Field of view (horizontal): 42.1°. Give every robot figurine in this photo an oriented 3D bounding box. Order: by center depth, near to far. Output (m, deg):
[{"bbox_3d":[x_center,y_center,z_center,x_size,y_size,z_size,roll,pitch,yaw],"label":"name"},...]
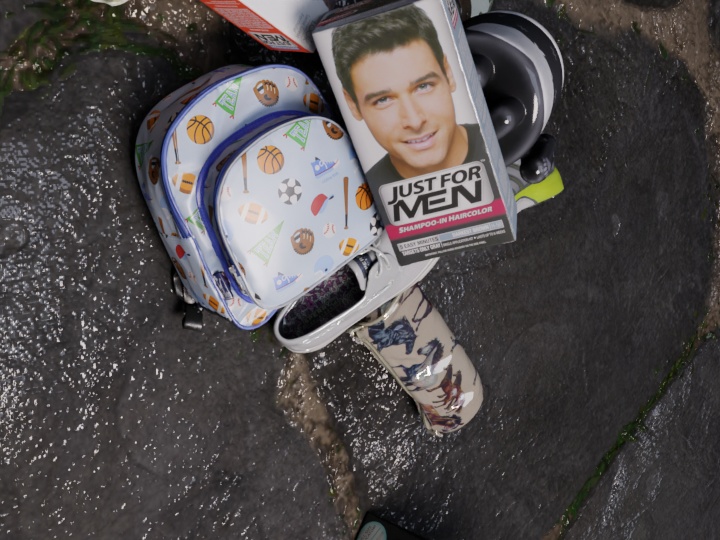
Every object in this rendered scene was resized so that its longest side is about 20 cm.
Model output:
[{"bbox_3d":[0.112,-0.159,0.830,0.200,0.124,0.151,-51,143,-59],"label":"robot figurine"}]

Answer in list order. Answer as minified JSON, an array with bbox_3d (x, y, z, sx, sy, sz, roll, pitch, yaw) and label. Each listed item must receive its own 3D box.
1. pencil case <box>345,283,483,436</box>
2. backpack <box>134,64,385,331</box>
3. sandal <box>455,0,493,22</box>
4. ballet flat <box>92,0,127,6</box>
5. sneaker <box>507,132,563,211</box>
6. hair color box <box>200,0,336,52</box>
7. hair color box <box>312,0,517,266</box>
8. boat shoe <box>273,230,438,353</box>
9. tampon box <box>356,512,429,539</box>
[{"bbox_3d":[0.055,0.086,0.956,0.089,0.078,0.200,-43,125,-9],"label":"pencil case"},{"bbox_3d":[-0.085,-0.068,0.761,0.200,0.154,0.191,-39,111,-25],"label":"backpack"},{"bbox_3d":[0.074,-0.237,0.907,0.080,0.057,0.201,44,71,-19],"label":"sandal"},{"bbox_3d":[-0.203,-0.219,0.669,0.199,0.069,0.070,-11,106,-36],"label":"ballet flat"},{"bbox_3d":[0.142,-0.096,1.007,0.200,0.074,0.081,-30,111,-41],"label":"sneaker"},{"bbox_3d":[-0.097,-0.255,0.672,0.200,0.064,0.111,27,85,-44],"label":"hair color box"},{"bbox_3d":[0.047,-0.110,0.715,0.061,0.099,0.201,-72,145,-58],"label":"hair color box"},{"bbox_3d":[0.000,0.000,0.849,0.200,0.069,0.072,-34,82,3],"label":"boat shoe"},{"bbox_3d":[0.077,0.363,0.950,0.126,0.200,0.150,35,74,-39],"label":"tampon box"}]
